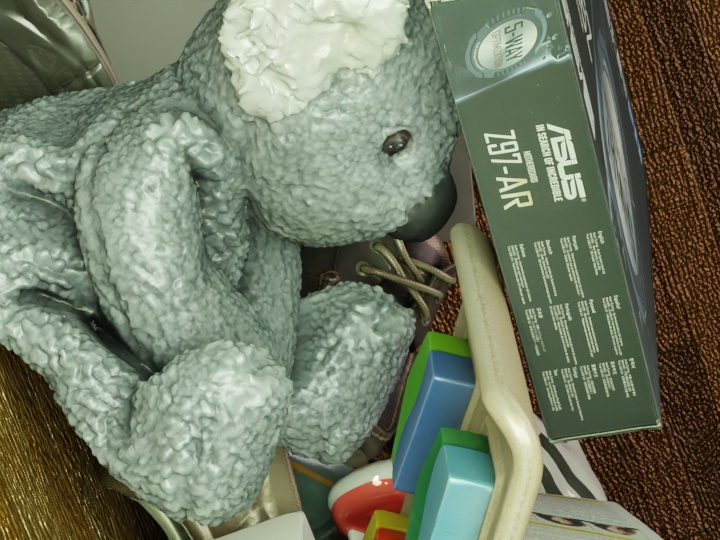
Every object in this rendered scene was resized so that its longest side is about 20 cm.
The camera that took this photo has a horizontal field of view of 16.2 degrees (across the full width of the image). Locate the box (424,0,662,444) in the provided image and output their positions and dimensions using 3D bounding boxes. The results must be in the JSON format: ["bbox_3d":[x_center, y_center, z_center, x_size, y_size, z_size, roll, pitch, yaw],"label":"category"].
[{"bbox_3d":[0.068,-0.064,0.920,0.160,0.044,0.200,-85,162,-52],"label":"box"}]

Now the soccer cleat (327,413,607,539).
[{"bbox_3d":[0.047,0.092,1.146,0.200,0.069,0.085,14,58,-52],"label":"soccer cleat"}]

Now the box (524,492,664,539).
[{"bbox_3d":[0.073,0.119,0.960,0.200,0.082,0.049,-145,-116,-85],"label":"box"}]

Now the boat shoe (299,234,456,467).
[{"bbox_3d":[0.000,0.000,1.108,0.074,0.073,0.200,39,28,-29],"label":"boat shoe"}]

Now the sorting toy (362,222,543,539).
[{"bbox_3d":[0.022,0.102,0.886,0.185,0.036,0.200,-96,-165,-70],"label":"sorting toy"}]

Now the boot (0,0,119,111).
[{"bbox_3d":[-0.140,-0.114,1.065,0.151,0.073,0.200,-84,149,-67],"label":"boot"}]

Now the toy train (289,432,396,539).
[{"bbox_3d":[-0.042,0.066,1.160,0.200,0.085,0.114,32,47,-34],"label":"toy train"}]

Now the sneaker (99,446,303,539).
[{"bbox_3d":[-0.076,0.059,1.052,0.070,0.076,0.200,150,-76,-76],"label":"sneaker"}]

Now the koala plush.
[{"bbox_3d":[-0.037,-0.044,0.927,0.184,0.200,0.177,43,20,10],"label":"koala plush"}]

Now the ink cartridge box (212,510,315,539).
[{"bbox_3d":[-0.026,0.214,0.971,0.146,0.084,0.200,-99,169,-76],"label":"ink cartridge box"}]

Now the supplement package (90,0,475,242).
[{"bbox_3d":[-0.059,-0.110,1.332,0.147,0.191,0.200,82,-10,-48],"label":"supplement package"}]
